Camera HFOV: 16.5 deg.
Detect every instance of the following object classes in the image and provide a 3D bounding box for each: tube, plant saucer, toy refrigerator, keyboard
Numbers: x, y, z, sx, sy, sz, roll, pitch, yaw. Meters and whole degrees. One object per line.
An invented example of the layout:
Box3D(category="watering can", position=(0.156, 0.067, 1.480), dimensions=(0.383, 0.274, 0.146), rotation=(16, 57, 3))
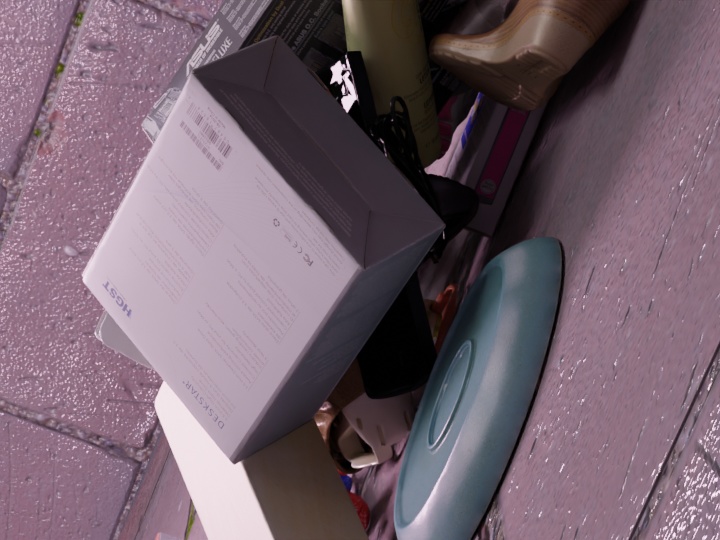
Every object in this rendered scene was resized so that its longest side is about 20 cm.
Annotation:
Box3D(category="tube", position=(0.013, -0.153, 1.484), dimensions=(0.058, 0.052, 0.201), rotation=(-126, 23, -55))
Box3D(category="plant saucer", position=(0.059, 0.072, 1.361), dimensions=(0.200, 0.027, 0.201), rotation=(-158, 90, -83))
Box3D(category="toy refrigerator", position=(-0.056, 0.135, 1.537), dimensions=(0.201, 0.070, 0.076), rotation=(64, 144, 34))
Box3D(category="keyboard", position=(0.018, -0.029, 1.476), dimensions=(0.104, 0.039, 0.201), rotation=(-20, 84, 57))

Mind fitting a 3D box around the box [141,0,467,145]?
Box3D(category="box", position=(-0.018, -0.129, 1.555), dimensions=(0.201, 0.157, 0.050), rotation=(-55, 38, 13))

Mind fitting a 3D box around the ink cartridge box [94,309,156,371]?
Box3D(category="ink cartridge box", position=(-0.080, 0.044, 1.764), dimensions=(0.086, 0.146, 0.200), rotation=(-64, -14, 3))

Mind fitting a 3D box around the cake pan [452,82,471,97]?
Box3D(category="cake pan", position=(0.042, -0.185, 1.623), dimensions=(0.201, 0.199, 0.037), rotation=(-64, 34, 36))

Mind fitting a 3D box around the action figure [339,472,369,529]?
Box3D(category="action figure", position=(-0.040, 0.176, 1.669), dimensions=(0.099, 0.065, 0.200), rotation=(-61, 6, -2))

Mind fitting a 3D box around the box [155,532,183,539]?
Box3D(category="box", position=(-0.136, 0.320, 1.829), dimensions=(0.152, 0.106, 0.201), rotation=(-106, 37, -79))

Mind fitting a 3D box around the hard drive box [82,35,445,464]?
Box3D(category="hard drive box", position=(-0.062, -0.010, 1.462), dimensions=(0.077, 0.156, 0.200), rotation=(-27, -19, -42))

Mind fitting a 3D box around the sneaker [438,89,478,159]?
Box3D(category="sneaker", position=(0.064, -0.177, 1.760), dimensions=(0.088, 0.081, 0.201), rotation=(-52, -13, -43))

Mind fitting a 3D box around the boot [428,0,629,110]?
Box3D(category="boot", position=(0.121, -0.183, 1.453), dimensions=(0.167, 0.072, 0.200), rotation=(-62, 15, -9))

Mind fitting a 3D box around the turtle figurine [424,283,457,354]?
Box3D(category="turtle figurine", position=(0.018, -0.004, 1.653), dimensions=(0.162, 0.064, 0.201), rotation=(98, 162, -64))

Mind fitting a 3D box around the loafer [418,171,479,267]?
Box3D(category="loafer", position=(0.000, 0.000, 1.564), dimensions=(0.200, 0.063, 0.072), rotation=(-38, 61, 45))

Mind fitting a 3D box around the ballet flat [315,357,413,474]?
Box3D(category="ballet flat", position=(0.001, 0.087, 1.604), dimensions=(0.067, 0.073, 0.200), rotation=(-24, -15, -19))

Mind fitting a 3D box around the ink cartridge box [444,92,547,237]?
Box3D(category="ink cartridge box", position=(0.102, -0.126, 1.567), dimensions=(0.095, 0.037, 0.201), rotation=(-93, 22, -75))
